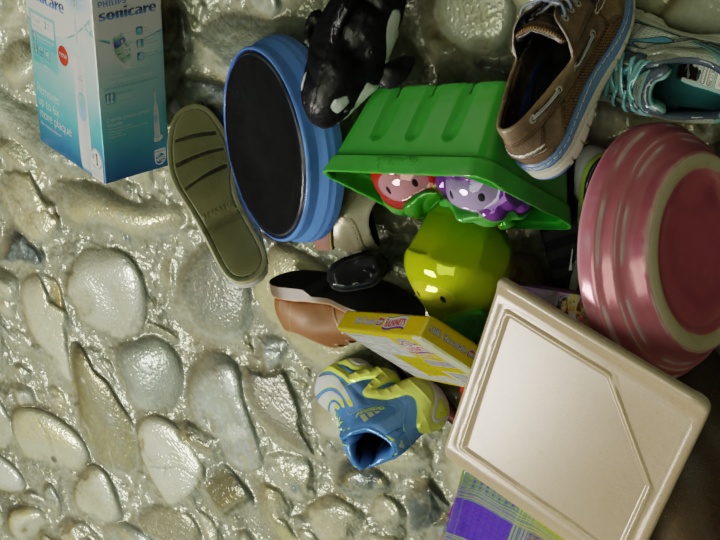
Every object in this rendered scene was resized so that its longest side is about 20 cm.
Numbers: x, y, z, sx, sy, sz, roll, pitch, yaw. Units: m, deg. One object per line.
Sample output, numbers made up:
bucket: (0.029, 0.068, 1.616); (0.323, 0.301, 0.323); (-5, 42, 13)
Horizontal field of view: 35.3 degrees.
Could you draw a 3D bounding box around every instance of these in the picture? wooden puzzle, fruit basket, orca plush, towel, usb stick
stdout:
wooden puzzle: (0.164, 0.123, 0.886); (0.184, 0.037, 0.202); (32, 130, 26)
fruit basket: (0.075, -0.047, 0.979); (0.214, 0.154, 0.219); (-21, 59, 40)
orca plush: (0.009, -0.215, 0.964); (0.200, 0.071, 0.105); (-44, 80, 8)
towel: (0.152, 0.305, 1.225); (0.142, 0.023, 0.202); (30, 132, 19)
usb stick: (0.000, 0.000, 1.073); (0.055, 0.200, 0.033); (-18, 90, 2)

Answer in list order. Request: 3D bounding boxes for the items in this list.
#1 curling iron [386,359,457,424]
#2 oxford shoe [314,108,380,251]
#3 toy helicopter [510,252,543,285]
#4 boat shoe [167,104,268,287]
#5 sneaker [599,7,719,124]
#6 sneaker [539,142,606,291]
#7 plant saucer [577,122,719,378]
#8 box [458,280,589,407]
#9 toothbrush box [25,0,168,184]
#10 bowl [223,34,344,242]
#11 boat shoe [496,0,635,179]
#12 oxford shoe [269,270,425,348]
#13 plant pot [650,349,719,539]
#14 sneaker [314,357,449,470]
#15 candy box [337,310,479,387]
curling iron: (0.082, 0.129, 1.185); (0.200, 0.026, 0.050); (44, 151, 9)
oxford shoe: (-0.004, -0.111, 1.106); (0.073, 0.071, 0.203); (7, 122, 6)
toy helicopter: (0.150, 0.082, 1.101); (0.131, 0.078, 0.203); (7, 107, 41)
boat shoe: (-0.154, -0.075, 1.207); (0.068, 0.074, 0.203); (102, 150, -80)
sneaker: (0.227, -0.160, 0.896); (0.197, 0.086, 0.079); (12, 120, 30)
sneaker: (0.197, -0.028, 1.015); (0.083, 0.071, 0.203); (37, 132, 43)
plant saucer: (0.247, -0.014, 0.881); (0.050, 0.199, 0.203); (2, 116, 49)
box: (0.161, 0.084, 0.984); (0.199, 0.039, 0.139); (9, 96, 58)
toothbrush box: (-0.277, -0.215, 1.192); (0.146, 0.085, 0.203); (31, 129, 39)
bowl: (-0.080, -0.124, 1.097); (0.200, 0.039, 0.204); (37, 134, 51)
boat shoe: (0.158, -0.176, 0.875); (0.072, 0.203, 0.072); (1, 158, 44)
oxford shoe: (-0.010, 0.049, 1.180); (0.198, 0.071, 0.072); (10, 114, 42)
plant pot: (0.266, 0.145, 0.986); (0.185, 0.186, 0.203); (-17, 89, 39)
sneaker: (-0.004, 0.150, 1.186); (0.199, 0.105, 0.076); (-3, 120, 51)
candy box: (0.057, 0.072, 1.022); (0.102, 0.027, 0.200); (35, 168, -17)
